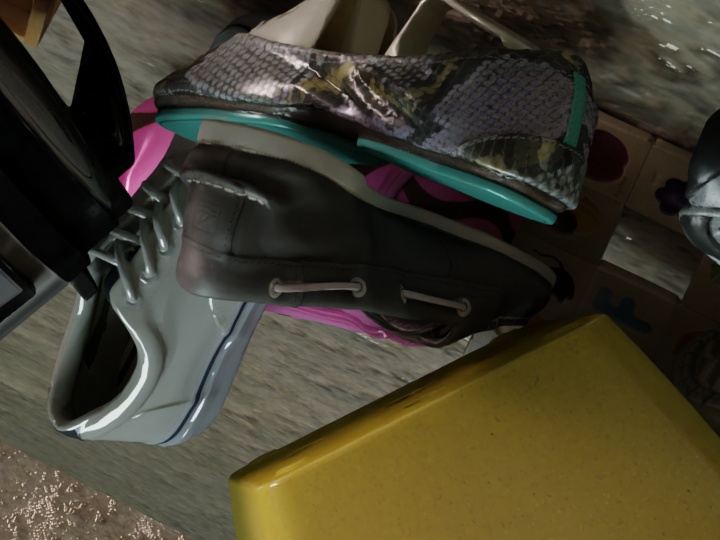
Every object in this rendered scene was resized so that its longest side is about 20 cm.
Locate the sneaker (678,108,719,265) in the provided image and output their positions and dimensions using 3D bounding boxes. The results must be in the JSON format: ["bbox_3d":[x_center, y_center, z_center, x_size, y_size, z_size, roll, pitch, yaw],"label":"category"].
[{"bbox_3d":[0.158,-0.010,0.773,0.115,0.075,0.200,33,167,-15],"label":"sneaker"}]

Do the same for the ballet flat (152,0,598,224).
[{"bbox_3d":[0.007,-0.064,0.867,0.200,0.072,0.072,14,162,46],"label":"ballet flat"}]

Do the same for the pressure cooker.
[{"bbox_3d":[-0.184,-0.043,0.898,0.179,0.200,0.176,51,178,8],"label":"pressure cooker"}]

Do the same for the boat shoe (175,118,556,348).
[{"bbox_3d":[0.000,0.000,0.867,0.067,0.057,0.200,16,176,35],"label":"boat shoe"}]

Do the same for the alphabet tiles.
[{"bbox_3d":[0.126,0.040,0.955,0.166,0.008,0.201,26,137,5],"label":"alphabet tiles"}]

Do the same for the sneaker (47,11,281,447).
[{"bbox_3d":[-0.071,-0.008,0.984,0.071,0.201,0.073,-9,-141,-42],"label":"sneaker"}]

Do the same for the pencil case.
[{"bbox_3d":[-0.025,-0.019,1.044,0.199,0.094,0.091,9,143,48],"label":"pencil case"}]

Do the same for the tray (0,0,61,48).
[{"bbox_3d":[-0.151,-0.144,0.941,0.098,0.037,0.200,28,168,-6],"label":"tray"}]

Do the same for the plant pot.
[{"bbox_3d":[0.054,0.123,0.896,0.177,0.199,0.200,65,172,-1],"label":"plant pot"}]

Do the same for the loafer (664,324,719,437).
[{"bbox_3d":[0.202,0.067,0.878,0.199,0.076,0.069,10,128,20],"label":"loafer"}]
